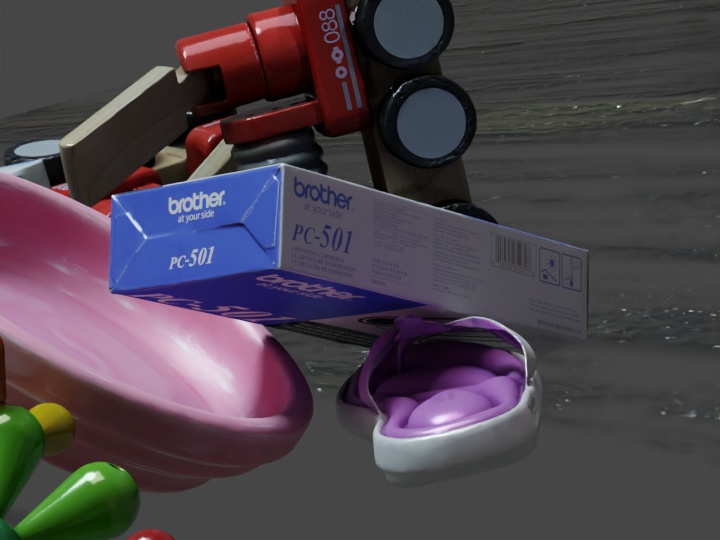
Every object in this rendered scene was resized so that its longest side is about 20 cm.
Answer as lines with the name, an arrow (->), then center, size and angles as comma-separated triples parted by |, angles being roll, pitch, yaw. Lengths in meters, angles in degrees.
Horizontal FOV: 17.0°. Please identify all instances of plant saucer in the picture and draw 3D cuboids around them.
plant saucer -> -0.116, 0.026, 0.962 | 0.200, 0.051, 0.201 | 29, 13, -7

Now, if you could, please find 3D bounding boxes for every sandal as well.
sandal -> 0.033, 0.040, 0.946 | 0.082, 0.050, 0.203 | -12, 8, -6

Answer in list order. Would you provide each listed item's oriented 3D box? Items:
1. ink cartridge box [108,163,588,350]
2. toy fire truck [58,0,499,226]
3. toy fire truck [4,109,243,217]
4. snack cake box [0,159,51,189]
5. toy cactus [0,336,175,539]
ink cartridge box -> 0.000, 0.000, 1.000 | 0.094, 0.044, 0.200 | -8, -14, 39
toy fire truck -> -0.043, -0.049, 1.184 | 0.200, 0.176, 0.129 | -14, 10, -7
toy fire truck -> -0.089, -0.044, 1.392 | 0.176, 0.129, 0.200 | -20, 24, -37
snack cake box -> -0.249, 0.018, 1.251 | 0.200, 0.115, 0.067 | -10, 10, 22
toy cactus -> -0.147, 0.097, 0.775 | 0.165, 0.102, 0.200 | -26, 22, -18
